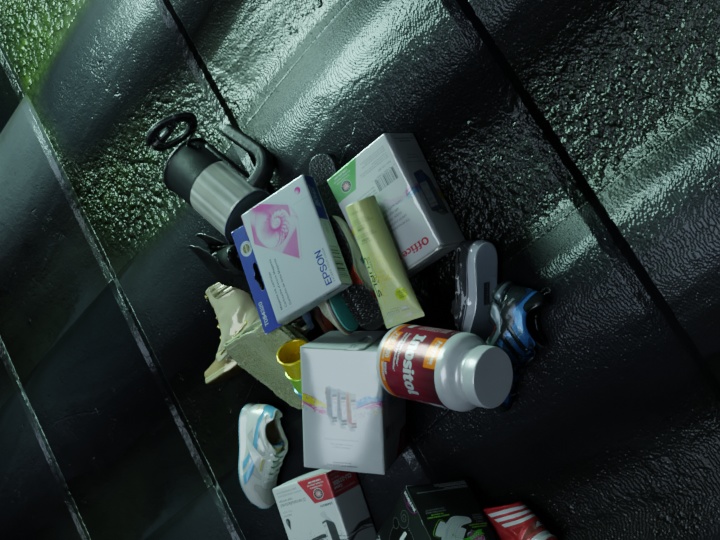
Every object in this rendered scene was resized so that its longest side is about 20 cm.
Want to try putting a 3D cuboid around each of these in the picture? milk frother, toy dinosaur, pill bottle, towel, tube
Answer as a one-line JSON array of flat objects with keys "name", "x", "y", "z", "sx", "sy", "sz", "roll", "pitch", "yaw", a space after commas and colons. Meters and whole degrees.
[{"name": "milk frother", "x": -0.274, "y": -0.171, "z": 1.558, "sx": 0.187, "sy": 0.199, "sz": 0.183, "roll": 38, "pitch": 113, "yaw": 25}, {"name": "toy dinosaur", "x": -0.082, "y": 0.017, "z": 1.542, "sx": 0.197, "sy": 0.105, "sz": 0.184, "roll": 24, "pitch": 103, "yaw": -4}, {"name": "pill bottle", "x": 0.123, "y": 0.144, "z": 1.279, "sx": 0.198, "sy": 0.112, "sz": 0.115, "roll": 3, "pitch": 99, "yaw": 51}, {"name": "towel", "x": -0.134, "y": 0.165, "z": 1.540, "sx": 0.200, "sy": 0.037, "sz": 0.148, "roll": 42, "pitch": 128, "yaw": -21}, {"name": "tube", "x": 0.035, "y": -0.014, "z": 1.342, "sx": 0.058, "sy": 0.051, "sz": 0.203, "roll": 165, "pitch": 84, "yaw": -77}]

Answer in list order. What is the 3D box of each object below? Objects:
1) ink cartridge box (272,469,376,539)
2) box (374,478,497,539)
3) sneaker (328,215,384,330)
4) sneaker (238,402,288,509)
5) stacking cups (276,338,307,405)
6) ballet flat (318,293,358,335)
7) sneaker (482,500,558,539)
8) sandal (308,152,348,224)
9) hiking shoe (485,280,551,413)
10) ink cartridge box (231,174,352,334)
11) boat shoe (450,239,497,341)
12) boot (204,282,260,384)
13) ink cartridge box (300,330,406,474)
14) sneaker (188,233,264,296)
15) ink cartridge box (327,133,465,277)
[{"name": "ink cartridge box", "x": -0.055, "y": 0.464, "z": 1.559, "sx": 0.143, "sy": 0.083, "sz": 0.203, "roll": -25, "pitch": 82, "yaw": 35}, {"name": "box", "x": 0.131, "y": 0.454, "z": 1.343, "sx": 0.201, "sy": 0.122, "sz": 0.150, "roll": 62, "pitch": 139, "yaw": 41}, {"name": "sneaker", "x": 0.000, "y": 0.000, "z": 1.441, "sx": 0.070, "sy": 0.093, "sz": 0.202, "roll": -35, "pitch": 79, "yaw": 32}, {"name": "sneaker", "x": -0.181, "y": 0.355, "z": 1.643, "sx": 0.080, "sy": 0.076, "sz": 0.204, "roll": 0, "pitch": 99, "yaw": 34}, {"name": "stacking cups", "x": -0.088, "y": 0.211, "z": 1.500, "sx": 0.060, "sy": 0.061, "sz": 0.202, "roll": 12, "pitch": 136, "yaw": 34}, {"name": "ballet flat", "x": -0.060, "y": 0.019, "z": 1.469, "sx": 0.062, "sy": 0.067, "sz": 0.203, "roll": -29, "pitch": 80, "yaw": 46}, {"name": "sneaker", "x": 0.227, "y": 0.443, "z": 1.370, "sx": 0.116, "sy": 0.077, "sz": 0.202, "roll": 54, "pitch": 126, "yaw": 39}, {"name": "sandal", "x": -0.041, "y": -0.099, "z": 1.485, "sx": 0.074, "sy": 0.048, "sz": 0.205, "roll": -1, "pitch": 98, "yaw": 32}, {"name": "hiking shoe", "x": 0.231, "y": 0.121, "z": 1.301, "sx": 0.086, "sy": 0.074, "sz": 0.204, "roll": 11, "pitch": 103, "yaw": 35}, {"name": "ink cartridge box", "x": -0.127, "y": -0.023, "z": 1.434, "sx": 0.198, "sy": 0.043, "sz": 0.199, "roll": -30, "pitch": 72, "yaw": 26}, {"name": "boat shoe", "x": 0.169, "y": 0.051, "z": 1.346, "sx": 0.066, "sy": 0.069, "sz": 0.204, "roll": 13, "pitch": 108, "yaw": 52}, {"name": "boot", "x": -0.257, "y": 0.112, "z": 1.664, "sx": 0.200, "sy": 0.072, "sz": 0.157, "roll": -42, "pitch": 73, "yaw": 31}, {"name": "ink cartridge box", "x": -0.008, "y": 0.210, "z": 1.430, "sx": 0.142, "sy": 0.145, "sz": 0.204, "roll": 2, "pitch": 97, "yaw": 19}, {"name": "sneaker", "x": -0.219, "y": 0.006, "z": 1.588, "sx": 0.103, "sy": 0.061, "sz": 0.200, "roll": -7, "pitch": 135, "yaw": 50}, {"name": "ink cartridge box", "x": 0.056, "y": -0.096, "z": 1.392, "sx": 0.145, "sy": 0.087, "sz": 0.203, "roll": -34, "pitch": 76, "yaw": 36}]
